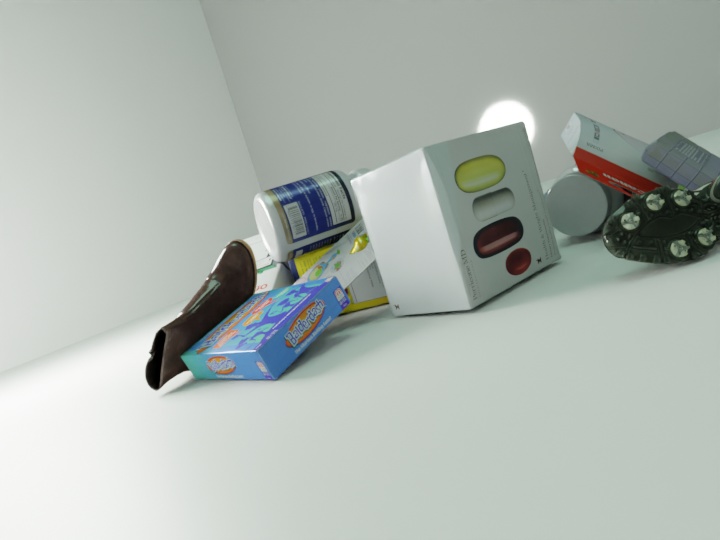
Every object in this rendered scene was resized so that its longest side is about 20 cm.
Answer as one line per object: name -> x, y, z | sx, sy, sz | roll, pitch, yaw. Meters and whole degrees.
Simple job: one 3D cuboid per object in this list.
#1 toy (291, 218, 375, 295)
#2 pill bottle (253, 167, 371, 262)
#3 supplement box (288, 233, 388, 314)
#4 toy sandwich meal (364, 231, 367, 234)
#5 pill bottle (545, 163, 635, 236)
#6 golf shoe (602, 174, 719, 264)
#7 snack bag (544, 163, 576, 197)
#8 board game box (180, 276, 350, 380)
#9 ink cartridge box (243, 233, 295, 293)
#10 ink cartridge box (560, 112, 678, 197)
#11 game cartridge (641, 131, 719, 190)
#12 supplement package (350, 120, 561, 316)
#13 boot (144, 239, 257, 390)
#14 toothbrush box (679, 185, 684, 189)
toy -> -0.040, 0.022, 0.784 | 0.200, 0.047, 0.115 | -47, 29, 11
pill bottle -> -0.066, -0.098, 0.876 | 0.198, 0.117, 0.115 | -21, 6, -22
supplement box -> 0.000, 0.000, 0.882 | 0.197, 0.110, 0.109 | -15, 7, 27
toy sandwich meal -> -0.043, -0.070, 1.043 | 0.071, 0.205, 0.204 | -55, 23, -23
pill bottle -> 0.371, -0.122, 0.854 | 0.108, 0.111, 0.199 | -13, 7, 39
golf shoe -> 0.335, -0.046, 0.555 | 0.197, 0.078, 0.088 | -17, -14, -9
snack bag -> 0.394, -0.151, 1.102 | 0.200, 0.021, 0.188 | -46, -5, 18
board game box -> -0.128, 0.079, 0.700 | 0.198, 0.045, 0.152 | -13, 24, 46
ink cartridge box -> -0.175, 0.020, 0.950 | 0.144, 0.085, 0.201 | -17, 34, 19
ink cartridge box -> 0.380, -0.157, 0.760 | 0.161, 0.058, 0.200 | 25, 26, 0
game cartridge -> 0.452, -0.136, 0.713 | 0.199, 0.129, 0.039 | -25, -35, -50
supplement package -> 0.128, -0.067, 0.695 | 0.198, 0.194, 0.146 | -23, 7, -36
boot -> -0.224, 0.060, 0.759 | 0.071, 0.203, 0.166 | 24, 17, 10
toothbrush box -> 0.520, -0.174, 0.995 | 0.144, 0.087, 0.199 | -14, 6, 42
